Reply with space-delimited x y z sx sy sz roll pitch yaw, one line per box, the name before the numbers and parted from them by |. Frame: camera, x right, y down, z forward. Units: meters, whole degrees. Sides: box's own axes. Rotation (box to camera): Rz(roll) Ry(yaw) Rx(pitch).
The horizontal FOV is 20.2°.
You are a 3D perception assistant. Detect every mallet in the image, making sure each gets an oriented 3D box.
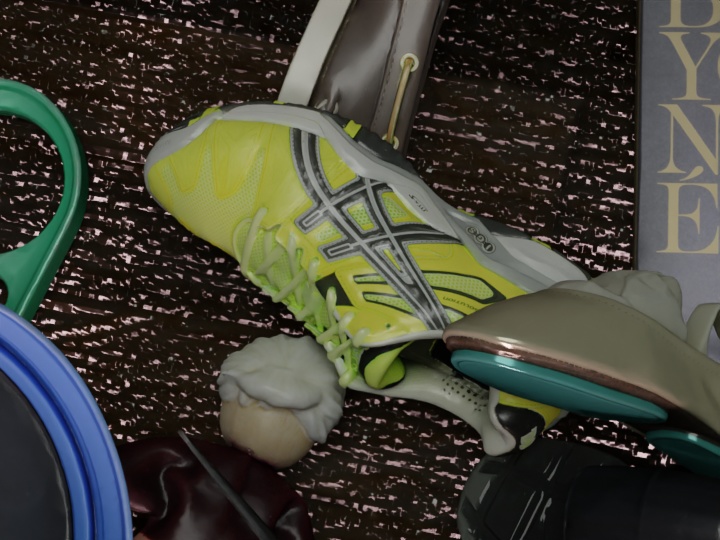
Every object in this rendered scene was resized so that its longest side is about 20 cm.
mallet | 0.076 0.159 0.700 0.066 0.041 0.201 13 68 33

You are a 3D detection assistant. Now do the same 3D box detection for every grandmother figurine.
grandmother figurine | -0.067 0.113 0.792 0.121 0.060 0.201 33 77 -18

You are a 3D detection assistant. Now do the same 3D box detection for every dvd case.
dvd case | 0.187 -0.055 0.834 0.148 0.016 0.202 2 77 4

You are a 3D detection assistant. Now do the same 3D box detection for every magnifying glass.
magnifying glass | -0.154 0.018 0.834 0.079 0.022 0.202 -1 78 3

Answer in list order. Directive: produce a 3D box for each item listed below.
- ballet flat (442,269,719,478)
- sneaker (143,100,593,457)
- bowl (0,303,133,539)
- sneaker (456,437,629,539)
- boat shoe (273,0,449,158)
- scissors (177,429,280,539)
ballet flat | 0.112 0.036 0.752 0.199 0.069 0.070 27 76 -35
sneaker | 0.000 0.000 0.791 0.199 0.076 0.077 25 48 10
bowl | -0.181 0.098 0.715 0.199 0.039 0.202 1 87 -20
sneaker | 0.125 0.130 0.771 0.199 0.079 0.076 27 85 29
boat shoe | 0.028 -0.133 0.834 0.059 0.072 0.201 25 83 2
scissors | -0.001 0.135 0.741 0.014 0.073 0.200 -50 55 15
